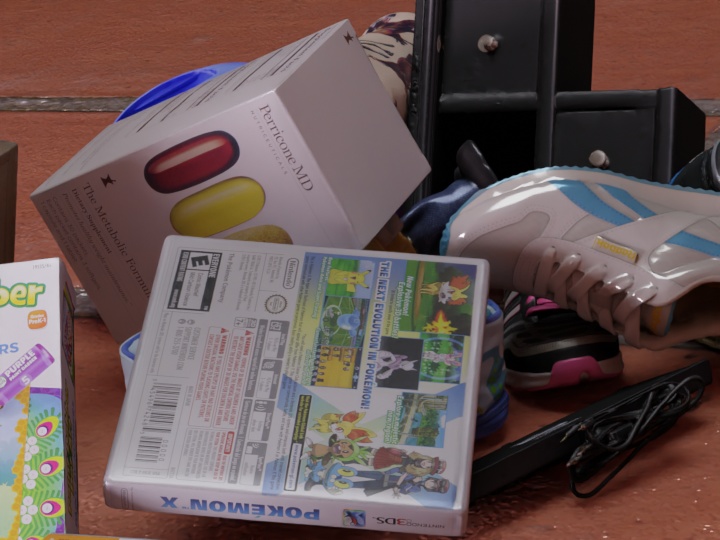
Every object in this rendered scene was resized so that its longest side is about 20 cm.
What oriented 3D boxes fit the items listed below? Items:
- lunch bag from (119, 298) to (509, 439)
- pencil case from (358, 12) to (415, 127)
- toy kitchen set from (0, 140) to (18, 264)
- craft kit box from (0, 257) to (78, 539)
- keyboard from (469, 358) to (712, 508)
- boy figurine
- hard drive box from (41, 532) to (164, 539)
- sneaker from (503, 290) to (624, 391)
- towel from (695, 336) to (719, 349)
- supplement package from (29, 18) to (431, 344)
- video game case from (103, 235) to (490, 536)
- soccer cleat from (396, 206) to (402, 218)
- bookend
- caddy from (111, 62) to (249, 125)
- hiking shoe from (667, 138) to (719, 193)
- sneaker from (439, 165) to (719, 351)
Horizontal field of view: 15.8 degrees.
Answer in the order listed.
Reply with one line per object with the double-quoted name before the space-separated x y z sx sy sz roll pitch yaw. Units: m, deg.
"lunch bag" -0.026 0.059 1.461 0.199 0.083 0.160 -18 23 -27
"pencil case" -0.003 -0.117 1.739 0.089 0.078 0.200 22 25 15
"toy kitchen set" -0.303 -0.007 1.588 0.198 0.182 0.163 9 20 12
"craft kit box" -0.240 0.099 1.299 0.198 0.049 0.199 -8 58 2
"keyboard" 0.111 0.100 1.379 0.199 0.040 0.104 -23 -1 -36
"boy figurine" 0.000 0.000 1.625 0.199 0.065 0.124 -30 -15 -6
"hard drive box" -0.083 0.183 1.109 0.199 0.077 0.156 1 20 25
"sneaker" 0.115 0.009 1.550 0.073 0.088 0.200 -6 18 4
"towel" 0.273 0.017 1.541 0.147 0.037 0.200 -14 18 -21
"supplement package" -0.078 -0.053 1.571 0.199 0.114 0.110 -22 16 34
"video game case" -0.028 0.056 1.348 0.181 0.022 0.201 4 39 4
"soccer cleat" 0.006 -0.042 1.823 0.199 0.073 0.068 -27 39 -4
"bookend" 0.139 -0.110 1.707 0.199 0.200 0.092 0 -10 23
"caddy" -0.120 -0.062 1.764 0.141 0.105 0.200 6 45 32
"hiking shoe" 0.241 -0.050 1.582 0.086 0.075 0.199 -29 -17 32
"sneaker" 0.144 -0.003 1.460 0.198 0.077 0.081 4 48 -4
